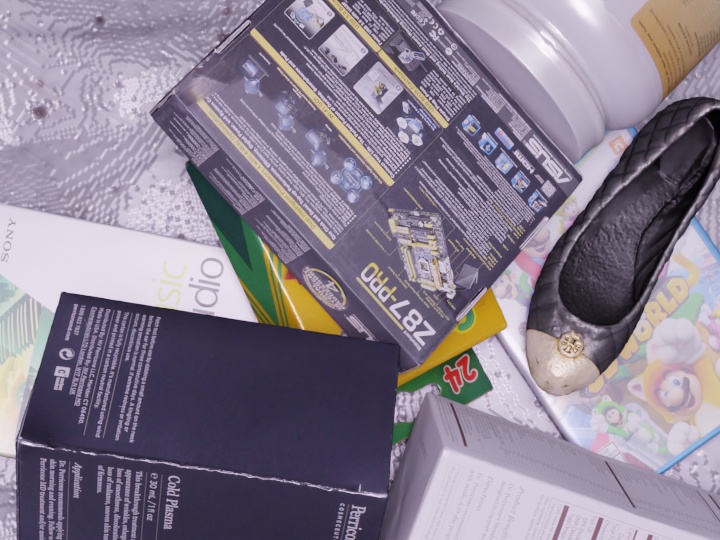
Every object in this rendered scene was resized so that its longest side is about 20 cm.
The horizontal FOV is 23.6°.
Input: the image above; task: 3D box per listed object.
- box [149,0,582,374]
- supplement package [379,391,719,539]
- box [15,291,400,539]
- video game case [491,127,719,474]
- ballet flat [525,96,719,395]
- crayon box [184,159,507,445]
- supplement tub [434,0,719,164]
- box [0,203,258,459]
[{"bbox_3d":[0.008,-0.068,0.956,0.200,0.049,0.161,47,62,-9],"label":"box"},{"bbox_3d":[0.114,0.162,0.951,0.198,0.114,0.111,20,100,-6],"label":"supplement package"},{"bbox_3d":[-0.083,0.128,0.914,0.180,0.201,0.105,10,44,-2],"label":"box"},{"bbox_3d":[0.152,0.019,1.043,0.142,0.018,0.201,-33,85,-7],"label":"video game case"},{"bbox_3d":[0.154,-0.019,1.010,0.066,0.057,0.201,30,81,2],"label":"ballet flat"},{"bbox_3d":[0.000,0.000,0.993,0.126,0.051,0.201,-26,91,-28],"label":"crayon box"},{"bbox_3d":[0.150,-0.174,1.006,0.144,0.144,0.200,45,82,3],"label":"supplement tub"},{"bbox_3d":[-0.131,0.050,1.011,0.198,0.036,0.146,10,81,-2],"label":"box"}]
